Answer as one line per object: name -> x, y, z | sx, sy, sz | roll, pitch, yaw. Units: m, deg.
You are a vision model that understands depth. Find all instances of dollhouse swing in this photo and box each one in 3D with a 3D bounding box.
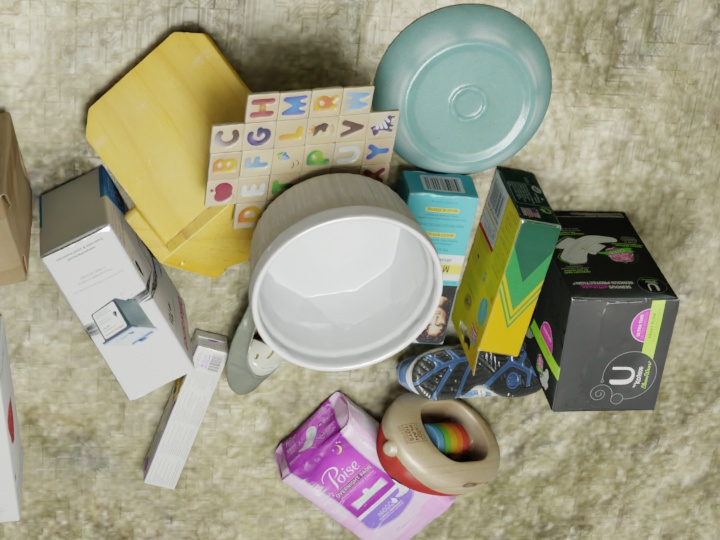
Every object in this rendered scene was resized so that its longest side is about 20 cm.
dollhouse swing -> -0.159, -0.128, 1.719 | 0.200, 0.176, 0.182 | -40, 159, 13

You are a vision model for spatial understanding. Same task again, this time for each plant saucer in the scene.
plant saucer -> 0.114, -0.185, 1.733 | 0.198, 0.036, 0.201 | -4, 120, -7

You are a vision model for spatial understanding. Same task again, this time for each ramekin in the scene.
ramekin -> -0.022, -0.005, 1.655 | 0.199, 0.105, 0.201 | -7, 128, -9

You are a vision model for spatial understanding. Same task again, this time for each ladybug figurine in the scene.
ladybug figurine -> 0.084, 0.208, 1.883 | 0.072, 0.136, 0.199 | -42, 151, 28

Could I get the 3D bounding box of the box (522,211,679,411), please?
box -> 0.255, 0.043, 1.790 | 0.123, 0.200, 0.149 | 0, 119, -10

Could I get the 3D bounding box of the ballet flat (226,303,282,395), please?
ballet flat -> -0.099, 0.060, 1.801 | 0.067, 0.064, 0.201 | 3, 113, -40

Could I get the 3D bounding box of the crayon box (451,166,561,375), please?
crayon box -> 0.159, 0.004, 1.795 | 0.050, 0.127, 0.201 | 9, 119, -14

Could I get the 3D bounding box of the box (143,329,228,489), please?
box -> -0.204, 0.162, 1.872 | 0.041, 0.039, 0.201 | 15, 116, -17

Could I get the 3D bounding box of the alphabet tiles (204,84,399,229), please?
alphabet tiles -> -0.059, -0.114, 1.632 | 0.199, 0.006, 0.167 | -7, 133, -20

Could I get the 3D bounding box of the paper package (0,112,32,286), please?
paper package -> -0.439, -0.060, 1.618 | 0.199, 0.191, 0.104 | -11, 125, -3

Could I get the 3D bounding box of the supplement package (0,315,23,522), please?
supplement package -> -0.445, 0.169, 1.786 | 0.119, 0.121, 0.201 | -5, 121, -7

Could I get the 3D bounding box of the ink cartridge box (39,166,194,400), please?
ink cartridge box -> -0.260, 0.014, 1.716 | 0.085, 0.147, 0.201 | -26, 121, 4

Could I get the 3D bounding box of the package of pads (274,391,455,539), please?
package of pads -> 0.007, 0.248, 1.936 | 0.120, 0.076, 0.200 | -43, 117, 12

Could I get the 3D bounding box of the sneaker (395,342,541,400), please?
sneaker -> 0.133, 0.112, 1.889 | 0.199, 0.077, 0.076 | 2, 90, -29

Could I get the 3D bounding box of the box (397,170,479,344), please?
box -> 0.070, -0.012, 1.804 | 0.082, 0.049, 0.201 | 4, 124, -12
